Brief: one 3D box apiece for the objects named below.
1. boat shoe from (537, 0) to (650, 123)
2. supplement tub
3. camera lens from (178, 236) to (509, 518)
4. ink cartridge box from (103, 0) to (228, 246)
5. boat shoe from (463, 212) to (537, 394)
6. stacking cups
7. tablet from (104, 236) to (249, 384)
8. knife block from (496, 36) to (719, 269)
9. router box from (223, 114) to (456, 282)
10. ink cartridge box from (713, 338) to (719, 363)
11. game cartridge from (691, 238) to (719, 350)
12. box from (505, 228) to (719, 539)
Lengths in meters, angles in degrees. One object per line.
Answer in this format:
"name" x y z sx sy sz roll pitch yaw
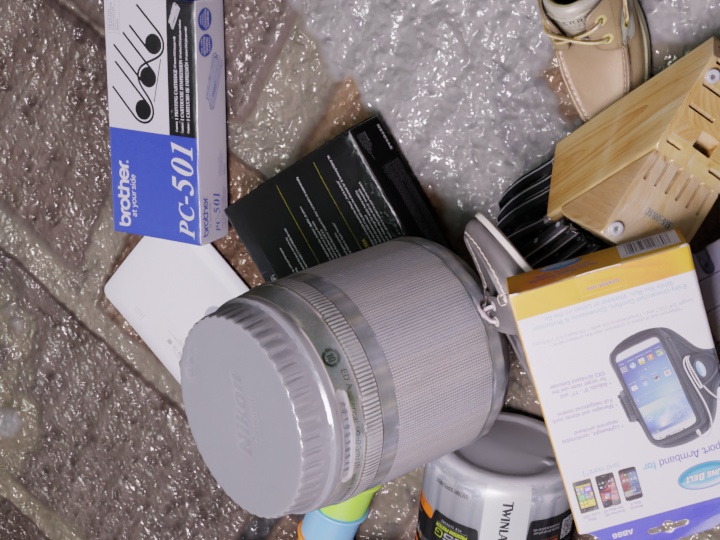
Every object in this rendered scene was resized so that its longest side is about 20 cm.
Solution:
"boat shoe" 0.149 -0.185 1.110 0.074 0.066 0.201 -4 110 31
"supplement tub" 0.101 0.222 1.261 0.122 0.122 0.201 17 116 26
"camera lens" -0.006 0.073 1.146 0.160 0.199 0.161 26 125 44
"ink cartridge box" -0.159 -0.127 1.336 0.093 0.044 0.202 9 110 29
"boat shoe" 0.120 0.055 1.099 0.057 0.067 0.201 -35 98 -1
"stacking cups" -0.019 0.211 1.379 0.060 0.060 0.201 31 126 19
"tablet" -0.132 0.055 1.412 0.200 0.014 0.130 49 125 7
"knife block" 0.176 -0.072 1.130 0.064 0.176 0.201 30 94 -25
"router box" 0.000 0.000 1.284 0.149 0.051 0.201 -28 93 37
"ink cartridge box" 0.287 0.102 1.122 0.199 0.086 0.147 30 121 22
"game cartridge" 0.319 0.005 1.037 0.199 0.038 0.130 -29 73 14
"box" 0.177 0.084 1.057 0.118 0.042 0.201 -16 110 6
